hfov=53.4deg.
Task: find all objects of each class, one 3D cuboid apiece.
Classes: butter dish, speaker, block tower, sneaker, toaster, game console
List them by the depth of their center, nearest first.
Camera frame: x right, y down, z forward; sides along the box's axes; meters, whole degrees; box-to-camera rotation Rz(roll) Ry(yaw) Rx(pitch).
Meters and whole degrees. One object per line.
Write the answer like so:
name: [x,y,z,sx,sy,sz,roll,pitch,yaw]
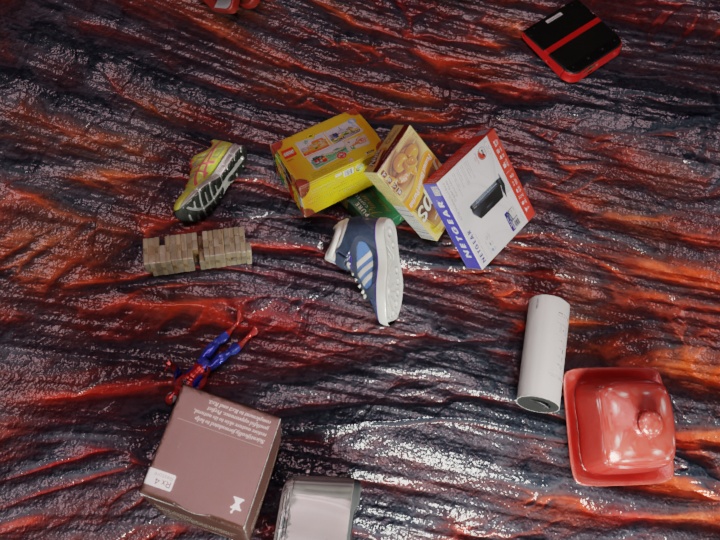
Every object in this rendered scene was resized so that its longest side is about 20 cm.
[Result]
toaster: [-0.070,0.419,1.126,0.125,0.114,0.206,8,66,1]
butter dish: [0.465,0.264,1.227,0.193,0.148,0.207,0,77,-6]
speaker: [0.336,0.152,1.313,0.079,0.082,0.205,14,65,0]
block tower: [-0.303,-0.036,1.339,0.194,0.054,0.059,-6,66,-10]
sneaker: [0.000,0.000,1.358,0.143,0.080,0.207,-1,95,32]
sneaker: [-0.308,-0.179,1.400,0.089,0.079,0.202,26,59,15]
game console: [0.501,-0.540,1.685,0.198,0.031,0.178,-33,68,-20]

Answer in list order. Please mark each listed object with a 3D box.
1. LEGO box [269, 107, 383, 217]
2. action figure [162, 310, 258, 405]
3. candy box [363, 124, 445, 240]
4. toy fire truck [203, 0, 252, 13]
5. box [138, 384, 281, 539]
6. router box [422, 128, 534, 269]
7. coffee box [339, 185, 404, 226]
LEGO box: [-0.058,-0.216,1.408,0.196,0.078,0.150,-25,51,-12]
action figure: [-0.266,0.148,1.237,0.065,0.100,0.200,38,69,13]
candy box: [0.107,-0.166,1.373,0.200,0.055,0.117,44,74,-31]
toy fire truck: [-0.305,-0.681,1.599,0.164,0.111,0.206,16,95,29]
box: [-0.221,0.306,1.109,0.161,0.201,0.168,18,63,2]
router box: [0.234,-0.138,1.393,0.179,0.048,0.202,-43,113,-23]
coffee box: [0.063,-0.162,1.446,0.199,0.044,0.123,-39,74,-21]
